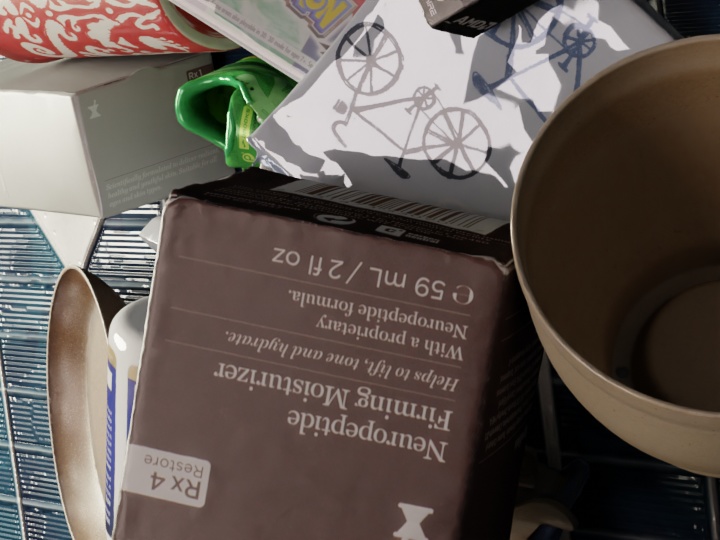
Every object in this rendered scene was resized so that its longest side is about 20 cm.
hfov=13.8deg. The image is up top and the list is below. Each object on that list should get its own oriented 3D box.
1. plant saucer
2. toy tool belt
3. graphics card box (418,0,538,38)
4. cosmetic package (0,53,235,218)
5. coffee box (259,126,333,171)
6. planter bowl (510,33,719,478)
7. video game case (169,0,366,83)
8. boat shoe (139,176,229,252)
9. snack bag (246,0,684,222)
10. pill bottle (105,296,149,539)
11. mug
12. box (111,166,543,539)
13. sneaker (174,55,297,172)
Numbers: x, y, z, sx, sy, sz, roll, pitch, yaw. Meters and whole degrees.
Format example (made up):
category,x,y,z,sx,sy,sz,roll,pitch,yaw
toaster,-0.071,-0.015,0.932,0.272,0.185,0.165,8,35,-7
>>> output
category,x,y,z,sx,sy,sz,roll,pitch,yaw
plant saucer,-0.168,0.095,1.944,0.200,0.032,0.201,175,90,-71
toy tool belt,0.074,0.136,1.592,0.123,0.125,0.200,32,136,7
graphics card box,0.100,-0.210,1.416,0.200,0.051,0.126,-29,75,25
cosmetic package,-0.178,-0.090,1.871,0.200,0.107,0.090,13,118,55
coffee box,0.000,0.000,1.612,0.114,0.080,0.200,27,135,14
planter bowl,0.170,0.011,1.352,0.200,0.200,0.135,56,167,29
video game case,-0.002,-0.185,1.525,0.200,0.023,0.183,33,100,14
boat shoe,-0.077,-0.024,1.706,0.073,0.065,0.200,36,-179,-2
snack bag,0.066,-0.070,1.483,0.189,0.021,0.200,45,107,13
pill bottle,-0.098,0.122,1.813,0.116,0.115,0.201,29,122,48
mug,-0.148,-0.205,1.768,0.200,0.133,0.178,9,129,50
box,-0.010,0.067,1.412,0.165,0.164,0.201,11,98,11
sneaker,-0.032,-0.071,1.688,0.200,0.083,0.074,19,116,48
